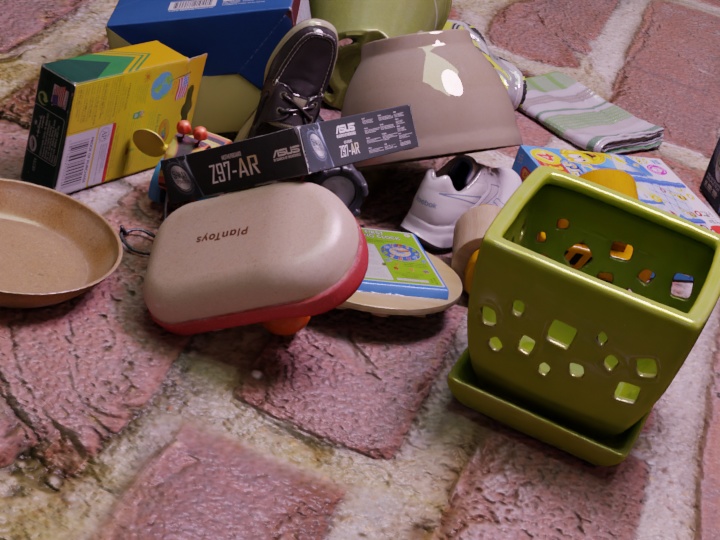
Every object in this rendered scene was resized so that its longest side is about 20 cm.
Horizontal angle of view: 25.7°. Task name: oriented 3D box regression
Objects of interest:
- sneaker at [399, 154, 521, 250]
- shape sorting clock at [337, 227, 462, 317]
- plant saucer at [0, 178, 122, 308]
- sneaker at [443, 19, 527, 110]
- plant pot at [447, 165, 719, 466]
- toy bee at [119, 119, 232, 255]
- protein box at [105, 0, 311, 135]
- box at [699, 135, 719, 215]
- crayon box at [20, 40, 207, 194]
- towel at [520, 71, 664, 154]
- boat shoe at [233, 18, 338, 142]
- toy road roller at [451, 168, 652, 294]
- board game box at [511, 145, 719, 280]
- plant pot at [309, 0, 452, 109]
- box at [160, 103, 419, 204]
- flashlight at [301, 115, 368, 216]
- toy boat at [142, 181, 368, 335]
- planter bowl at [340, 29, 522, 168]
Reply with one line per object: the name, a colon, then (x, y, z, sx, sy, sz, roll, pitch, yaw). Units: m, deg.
sneaker: (0.122, -0.084, 1.696, 0.074, 0.087, 0.200, 28, 29, 23)
shape sorting clock: (0.000, 0.000, 1.524, 0.200, 0.039, 0.200, 12, 25, -5)
plant saucer: (-0.312, -0.019, 1.392, 0.200, 0.035, 0.200, 12, 28, -7)
sneaker: (0.130, -0.273, 2.057, 0.076, 0.075, 0.200, -9, 36, -41)
plant pot: (0.197, 0.047, 1.397, 0.199, 0.182, 0.200, 24, 28, 12)
toy bee: (-0.160, -0.101, 1.549, 0.131, 0.109, 0.200, 12, 28, -13)
protein box: (-0.156, -0.250, 1.728, 0.198, 0.135, 0.200, -5, 28, 4)
box: (0.531, -0.079, 1.912, 0.164, 0.086, 0.200, 8, 29, -16)
crayon box: (-0.245, -0.156, 1.584, 0.051, 0.127, 0.200, 31, 30, 25)
towel: (0.287, -0.212, 2.080, 0.149, 0.031, 0.200, -11, 39, -43)
boat shoe: (-0.073, -0.161, 1.615, 0.072, 0.201, 0.066, 15, 33, -27)
toy road roller: (0.200, -0.035, 1.585, 0.200, 0.146, 0.123, 15, 27, -3)
board game box: (0.295, -0.065, 1.789, 0.196, 0.056, 0.200, 3, 31, -24)
plant pot: (0.007, -0.292, 1.933, 0.200, 0.200, 0.190, 15, 40, -4)
box: (-0.063, -0.109, 1.468, 0.160, 0.044, 0.200, -11, 5, 34)
flashlight: (-0.046, -0.114, 1.673, 0.068, 0.068, 0.200, 45, 6, -26)
toy boat: (-0.083, 0.008, 1.386, 0.200, 0.131, 0.131, -10, 49, 24)
planter bowl: (0.067, -0.188, 1.709, 0.200, 0.135, 0.200, -9, 3, 0)
